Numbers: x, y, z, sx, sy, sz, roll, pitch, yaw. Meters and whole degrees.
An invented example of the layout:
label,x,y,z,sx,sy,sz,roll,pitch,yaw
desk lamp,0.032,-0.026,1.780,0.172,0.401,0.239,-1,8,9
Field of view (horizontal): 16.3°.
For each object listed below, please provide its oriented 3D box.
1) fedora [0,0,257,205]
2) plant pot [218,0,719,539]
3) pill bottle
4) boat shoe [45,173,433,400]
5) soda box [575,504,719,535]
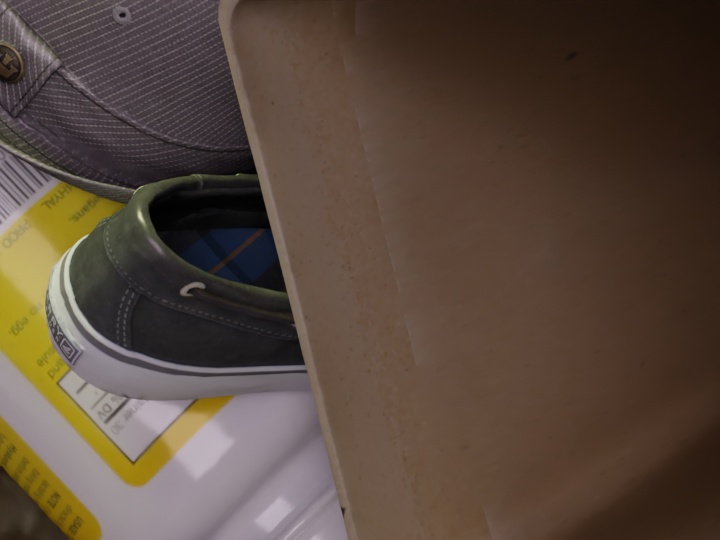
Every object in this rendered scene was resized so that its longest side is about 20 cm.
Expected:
label,x,y,z,sx,sy,sz,roll,pitch,yaw
fedora,-0.065,-0.116,0.778,0.200,0.177,0.090,52,138,9
plant pot,0.108,-0.005,0.684,0.177,0.199,0.201,-24,109,-35
pill bottle,-0.070,0.031,0.811,0.111,0.111,0.200,-44,85,4
boat shoe,0.000,0.000,0.762,0.057,0.199,0.069,-48,59,42
soda box,0.128,0.109,0.753,0.199,0.068,0.064,3,82,46
